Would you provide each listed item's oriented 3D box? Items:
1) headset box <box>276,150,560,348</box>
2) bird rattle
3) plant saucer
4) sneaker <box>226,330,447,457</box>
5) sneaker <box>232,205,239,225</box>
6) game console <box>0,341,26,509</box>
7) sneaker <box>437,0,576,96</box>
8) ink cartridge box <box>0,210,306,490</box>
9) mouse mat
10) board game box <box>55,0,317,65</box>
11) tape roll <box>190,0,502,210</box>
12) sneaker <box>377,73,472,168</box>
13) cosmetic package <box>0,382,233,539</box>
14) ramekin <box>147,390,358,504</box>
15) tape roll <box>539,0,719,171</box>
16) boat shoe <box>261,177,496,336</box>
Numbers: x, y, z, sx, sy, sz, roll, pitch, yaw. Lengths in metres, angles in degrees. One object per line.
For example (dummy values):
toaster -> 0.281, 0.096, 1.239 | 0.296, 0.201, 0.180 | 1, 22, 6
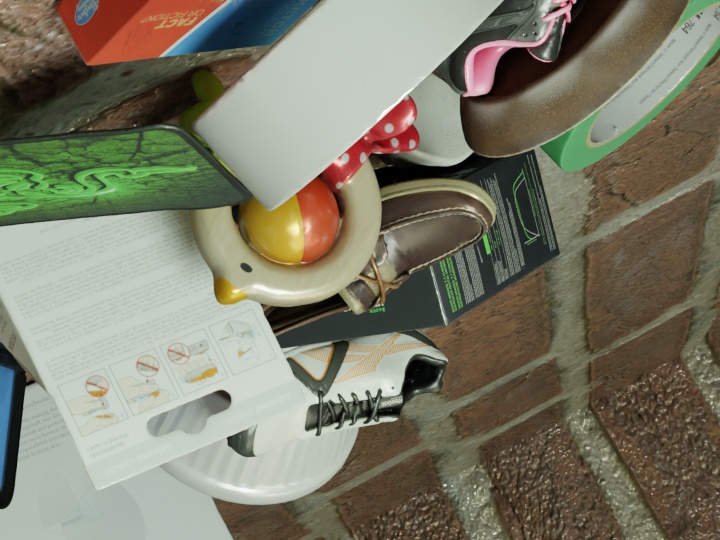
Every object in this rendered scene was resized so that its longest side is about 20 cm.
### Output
headset box -> 0.021, -0.015, 1.757 | 0.174, 0.093, 0.200 | -9, -168, 34
bird rattle -> -0.048, -0.059, 1.548 | 0.200, 0.164, 0.113 | -9, 177, -31
plant saucer -> 0.136, -0.159, 1.580 | 0.200, 0.032, 0.200 | -38, -156, 20
sneaker -> -0.015, 0.087, 1.782 | 0.200, 0.080, 0.074 | -30, 143, -36
sneaker -> -0.104, -0.030, 1.687 | 0.200, 0.074, 0.087 | -34, 170, 7
game console -> -0.241, 0.078, 1.728 | 0.176, 0.117, 0.200 | -29, 167, 7
sneaker -> 0.116, -0.183, 1.520 | 0.200, 0.096, 0.079 | -37, 161, 29
ink cartridge box -> -0.150, 0.034, 1.565 | 0.160, 0.200, 0.047 | -22, 165, -24
mouse mat -> -0.177, -0.053, 1.406 | 0.199, 0.008, 0.161 | -4, 165, 14
board game box -> -0.049, -0.187, 1.291 | 0.153, 0.040, 0.200 | -13, 160, -48
tape roll -> -0.003, -0.127, 1.383 | 0.202, 0.071, 0.202 | -43, -175, 5
sneaker -> 0.040, -0.101, 1.742 | 0.088, 0.075, 0.200 | -22, 172, 30
cosmetic package -> -0.244, 0.199, 1.991 | 0.199, 0.200, 0.123 | -20, 167, -29
ramekin -> -0.085, 0.077, 1.885 | 0.202, 0.203, 0.094 | -19, 153, -32
tape roll -> 0.206, -0.161, 1.776 | 0.200, 0.048, 0.200 | -40, 166, -12
boat shoe -> 0.000, 0.000, 1.603 | 0.199, 0.072, 0.072 | -17, 138, 20
